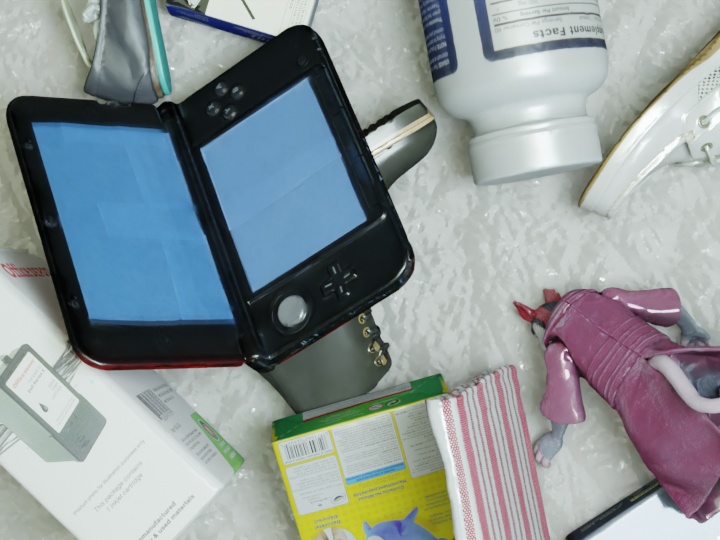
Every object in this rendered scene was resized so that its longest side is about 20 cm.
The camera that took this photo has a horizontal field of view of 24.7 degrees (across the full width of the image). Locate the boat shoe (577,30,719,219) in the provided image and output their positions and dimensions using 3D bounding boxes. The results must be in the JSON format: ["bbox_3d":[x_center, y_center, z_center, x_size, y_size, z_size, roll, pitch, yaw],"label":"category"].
[{"bbox_3d":[0.224,-0.098,1.044,0.069,0.071,0.200,44,88,3],"label":"boat shoe"}]

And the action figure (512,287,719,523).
[{"bbox_3d":[0.164,0.064,1.004,0.200,0.149,0.134,35,79,33],"label":"action figure"}]

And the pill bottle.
[{"bbox_3d":[0.094,-0.159,1.026,0.110,0.111,0.201,-10,89,0],"label":"pill bottle"}]

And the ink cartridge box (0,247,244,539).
[{"bbox_3d":[-0.175,0.084,1.006,0.200,0.146,0.084,44,91,1],"label":"ink cartridge box"}]

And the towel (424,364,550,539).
[{"bbox_3d":[0.076,0.137,0.980,0.030,0.200,0.147,-12,89,16],"label":"towel"}]

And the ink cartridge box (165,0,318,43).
[{"bbox_3d":[-0.054,-0.251,1.062,0.094,0.044,0.201,17,89,-1],"label":"ink cartridge box"}]

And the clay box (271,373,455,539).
[{"bbox_3d":[0.025,0.177,1.038,0.114,0.048,0.201,-15,104,0],"label":"clay box"}]

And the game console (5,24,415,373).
[{"bbox_3d":[-0.090,-0.051,0.964,0.172,0.119,0.201,-32,59,17],"label":"game console"}]

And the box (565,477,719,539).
[{"bbox_3d":[0.255,0.186,1.049,0.200,0.051,0.158,-32,88,0],"label":"box"}]

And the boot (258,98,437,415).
[{"bbox_3d":[0.000,0.000,1.050,0.200,0.077,0.138,-40,93,13],"label":"boot"}]

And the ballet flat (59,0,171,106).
[{"bbox_3d":[-0.163,-0.204,1.052,0.073,0.073,0.201,-4,91,0],"label":"ballet flat"}]
